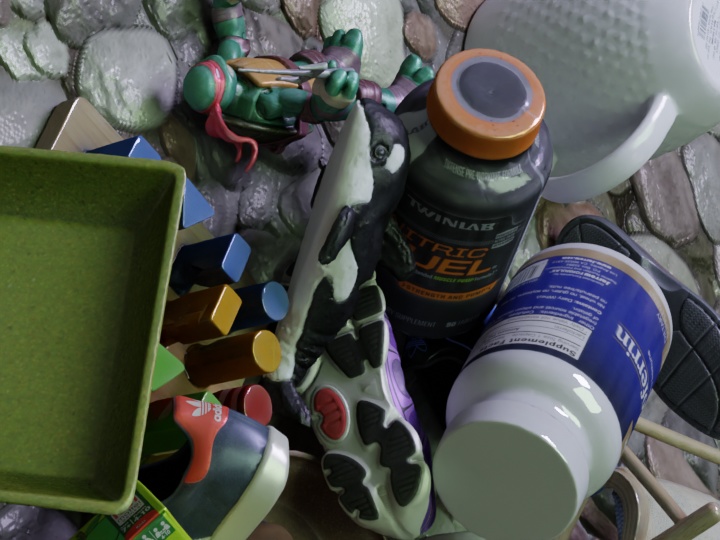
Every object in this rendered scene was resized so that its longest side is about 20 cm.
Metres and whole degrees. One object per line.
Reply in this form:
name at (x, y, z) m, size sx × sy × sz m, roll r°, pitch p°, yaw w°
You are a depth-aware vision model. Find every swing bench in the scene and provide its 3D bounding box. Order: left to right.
swing bench at (0.202, 0.219, 1.870) m, size 0.199 × 0.200 × 0.130 m, roll 24°, pitch 20°, yaw -47°

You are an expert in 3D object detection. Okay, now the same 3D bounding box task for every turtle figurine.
turtle figurine at (-0.050, -0.125, 1.707) m, size 0.200 × 0.101 × 0.150 m, roll 1°, pitch 39°, yaw -52°

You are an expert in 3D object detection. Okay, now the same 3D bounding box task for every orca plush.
orca plush at (0.000, 0.000, 1.658) m, size 0.071 × 0.105 × 0.201 m, roll 17°, pitch 88°, yaw -10°

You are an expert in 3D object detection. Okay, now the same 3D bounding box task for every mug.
mug at (0.177, -0.128, 1.917) m, size 0.148 × 0.175 × 0.200 m, roll 48°, pitch 47°, yaw -31°

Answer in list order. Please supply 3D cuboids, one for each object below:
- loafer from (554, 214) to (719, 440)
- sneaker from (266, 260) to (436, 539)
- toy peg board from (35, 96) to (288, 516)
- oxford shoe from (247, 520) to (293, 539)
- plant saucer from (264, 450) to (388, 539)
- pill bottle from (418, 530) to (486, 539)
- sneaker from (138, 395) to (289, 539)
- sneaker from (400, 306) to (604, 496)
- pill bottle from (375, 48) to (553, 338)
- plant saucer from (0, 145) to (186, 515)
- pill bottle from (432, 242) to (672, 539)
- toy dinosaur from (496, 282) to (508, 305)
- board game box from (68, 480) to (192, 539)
loafer at (0.223, 0.037, 1.963) m, size 0.200 × 0.072 × 0.063 m, roll 50°, pitch 19°, yaw 18°
sneaker at (-0.002, 0.079, 1.719) m, size 0.083 × 0.080 × 0.200 m, roll 46°, pitch 27°, yaw -67°
toy peg board at (-0.116, 0.028, 1.580) m, size 0.200 × 0.098 × 0.199 m, roll 48°, pitch 47°, yaw -32°
oxford shoe at (-0.057, 0.209, 1.544) m, size 0.073 × 0.084 × 0.200 m, roll 54°, pitch 28°, yaw -25°
plant saucer at (-0.048, 0.212, 1.662) m, size 0.200 × 0.037 × 0.201 m, roll 18°, pitch 66°, yaw -47°
pill bottle at (0.079, 0.271, 1.741) m, size 0.111 × 0.111 × 0.201 m, roll 14°, pitch 70°, yaw -48°
sneaker at (-0.124, 0.155, 1.509) m, size 0.084 × 0.200 × 0.075 m, roll 31°, pitch 11°, yaw -14°
sneaker at (0.097, 0.099, 1.849) m, size 0.200 × 0.070 × 0.078 m, roll 47°, pitch 49°, yaw -23°
pill bottle at (0.060, -0.052, 1.725) m, size 0.106 × 0.200 × 0.106 m, roll 6°, pitch 54°, yaw -9°
plant saucer at (-0.201, 0.033, 1.439) m, size 0.048 × 0.199 × 0.201 m, roll 86°, pitch 11°, yaw -66°
pill bottle at (0.120, 0.079, 1.728) m, size 0.116 × 0.116 × 0.200 m, roll 60°, pitch 34°, yaw -20°
toy dinosaur at (0.133, 0.047, 1.889) m, size 0.047 × 0.088 × 0.200 m, roll -39°, pitch 110°, yaw -34°
board game box at (-0.156, 0.217, 1.434) m, size 0.200 × 0.048 × 0.102 m, roll -42°, pitch 118°, yaw -8°
